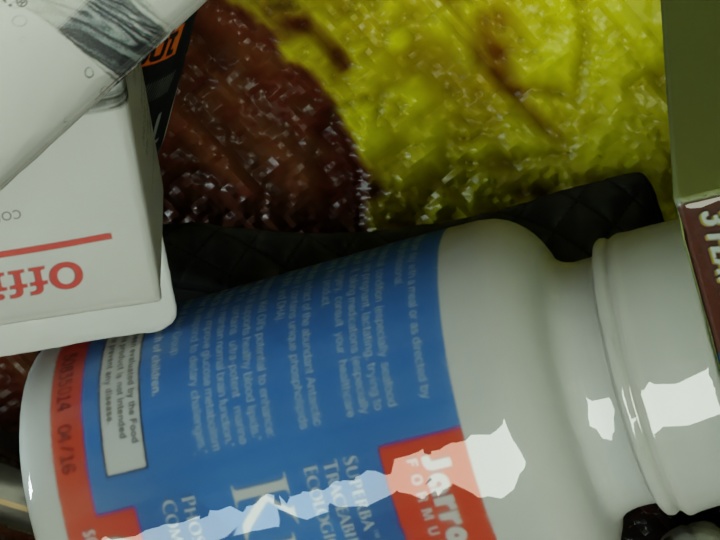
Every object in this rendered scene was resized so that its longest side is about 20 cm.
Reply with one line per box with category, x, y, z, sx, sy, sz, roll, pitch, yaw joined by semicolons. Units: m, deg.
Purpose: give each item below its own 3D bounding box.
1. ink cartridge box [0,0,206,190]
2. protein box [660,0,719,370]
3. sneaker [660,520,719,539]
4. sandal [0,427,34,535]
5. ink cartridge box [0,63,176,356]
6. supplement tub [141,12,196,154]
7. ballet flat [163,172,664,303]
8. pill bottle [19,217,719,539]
ink cartridge box;-0.109;-0.099;0.622;0.200;0.084;0.145;-41;114;13
protein box;0.196;-0.027;0.782;0.199;0.199;0.136;-13;116;11
sneaker;0.179;0.143;0.944;0.200;0.075;0.081;42;98;-17
sandal;-0.068;0.073;0.933;0.199;0.082;0.055;25;93;0
ink cartridge box;-0.115;-0.049;0.733;0.115;0.067;0.201;-9;118;-1
supplement tub;-0.103;-0.099;0.815;0.122;0.123;0.201;15;116;-2
ballet flat;0.000;0.000;0.903;0.199;0.057;0.067;0;158;6
pill bottle;0.011;0.049;0.822;0.199;0.112;0.113;-16;113;13
